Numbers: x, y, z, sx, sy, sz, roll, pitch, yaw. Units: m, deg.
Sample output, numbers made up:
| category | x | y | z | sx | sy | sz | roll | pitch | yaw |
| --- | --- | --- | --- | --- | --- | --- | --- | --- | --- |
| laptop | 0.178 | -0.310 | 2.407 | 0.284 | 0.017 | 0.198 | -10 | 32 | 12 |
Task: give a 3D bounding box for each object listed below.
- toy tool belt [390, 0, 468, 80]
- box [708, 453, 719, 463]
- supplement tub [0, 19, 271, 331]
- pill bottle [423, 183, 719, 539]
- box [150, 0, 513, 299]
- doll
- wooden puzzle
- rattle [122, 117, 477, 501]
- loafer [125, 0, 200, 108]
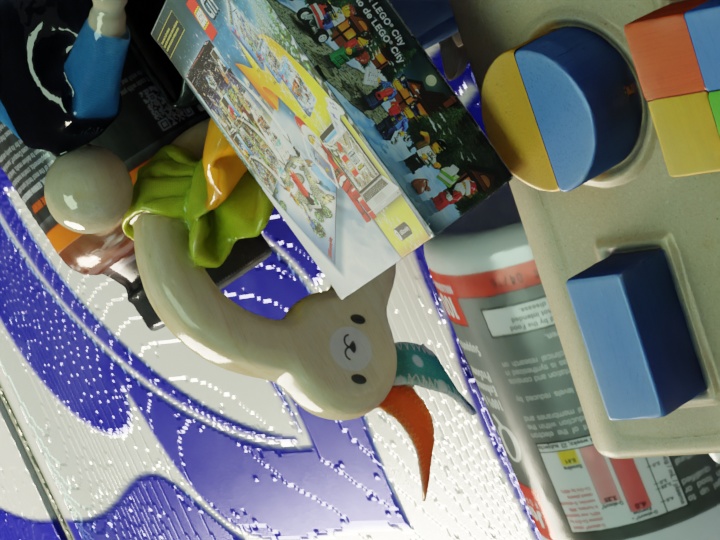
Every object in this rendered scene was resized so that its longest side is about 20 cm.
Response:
| category | x | y | z | sx | sy | sz | roll | pitch | yaw |
| --- | --- | --- | --- | --- | --- | --- | --- | --- | --- |
| toy tool belt | 0.013 | -0.120 | 1.130 | 0.200 | 0.125 | 0.123 | -29 | 86 | 54 |
| box | 0.188 | -0.032 | 0.992 | 0.098 | 0.124 | 0.200 | 54 | 143 | 5 |
| supplement tub | -0.125 | -0.072 | 1.330 | 0.200 | 0.107 | 0.107 | 58 | 143 | 0 |
| pill bottle | 0.112 | 0.054 | 1.148 | 0.116 | 0.116 | 0.201 | -6 | 111 | 50 |
| box | -0.016 | -0.065 | 1.052 | 0.137 | 0.038 | 0.200 | 55 | 168 | 0 |
| doll | -0.138 | -0.115 | 1.227 | 0.136 | 0.048 | 0.201 | -9 | 92 | 53 |
| wooden puzzle | 0.111 | -0.020 | 0.946 | 0.200 | 0.046 | 0.186 | -6 | 107 | 52 |
| rattle | 0.000 | 0.000 | 1.237 | 0.200 | 0.130 | 0.143 | 51 | 131 | 2 |
| loafer | -0.105 | -0.169 | 1.263 | 0.068 | 0.070 | 0.201 | -18 | 103 | 44 |
